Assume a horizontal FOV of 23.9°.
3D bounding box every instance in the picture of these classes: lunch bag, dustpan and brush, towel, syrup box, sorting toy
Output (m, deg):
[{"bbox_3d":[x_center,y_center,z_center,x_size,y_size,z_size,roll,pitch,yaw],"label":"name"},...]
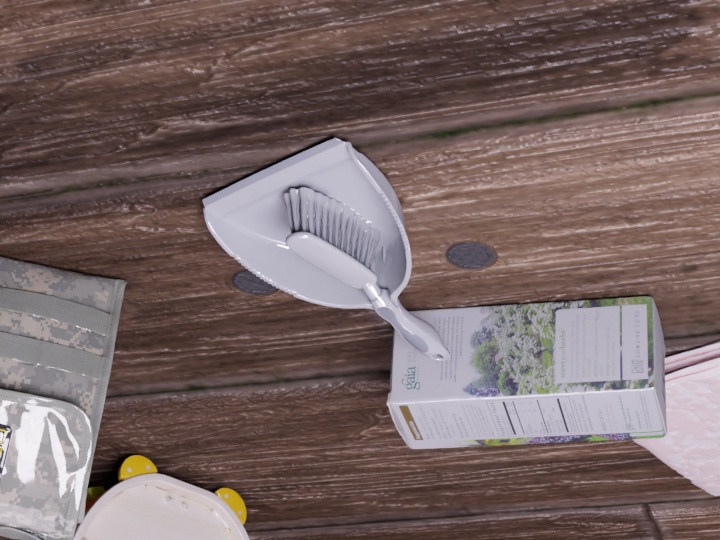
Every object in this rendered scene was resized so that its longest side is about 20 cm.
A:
[{"bbox_3d":[-0.270,0.096,1.241,0.163,0.201,0.118,12,148,-10],"label":"lunch bag"},{"bbox_3d":[0.000,0.000,1.182,0.139,0.057,0.200,-22,139,35],"label":"dustpan and brush"},{"bbox_3d":[0.308,0.117,1.354,0.190,0.032,0.200,-21,139,35],"label":"towel"},{"bbox_3d":[0.124,0.078,1.271,0.199,0.079,0.082,-5,147,15],"label":"syrup box"},{"bbox_3d":[-0.216,0.253,1.589,0.199,0.107,0.180,26,150,-31],"label":"sorting toy"}]
